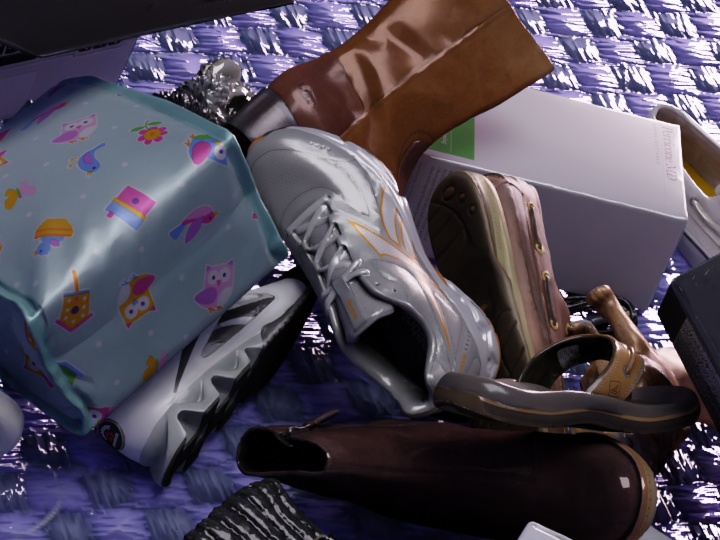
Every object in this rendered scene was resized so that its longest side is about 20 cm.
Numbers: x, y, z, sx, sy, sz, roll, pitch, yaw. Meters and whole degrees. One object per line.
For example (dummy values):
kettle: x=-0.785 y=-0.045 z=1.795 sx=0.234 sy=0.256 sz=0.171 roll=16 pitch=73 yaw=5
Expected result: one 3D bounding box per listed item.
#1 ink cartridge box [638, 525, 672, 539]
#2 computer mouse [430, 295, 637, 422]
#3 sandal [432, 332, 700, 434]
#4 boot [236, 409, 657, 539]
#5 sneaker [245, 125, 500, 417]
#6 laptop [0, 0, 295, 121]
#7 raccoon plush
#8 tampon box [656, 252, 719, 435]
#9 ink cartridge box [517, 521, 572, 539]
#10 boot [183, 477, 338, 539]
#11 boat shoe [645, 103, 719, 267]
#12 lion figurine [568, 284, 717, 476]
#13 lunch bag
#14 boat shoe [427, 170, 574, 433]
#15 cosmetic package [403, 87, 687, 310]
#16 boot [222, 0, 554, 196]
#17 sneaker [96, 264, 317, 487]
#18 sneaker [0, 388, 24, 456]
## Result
ink cartridge box: x=0.198 y=0.252 z=1.639 sx=0.200 sy=0.084 sz=0.145 roll=31 pitch=40 yaw=13
computer mouse: x=0.103 y=0.045 z=1.876 sx=0.200 sy=0.034 sz=0.059 roll=-22 pitch=54 yaw=-41
sandal: x=0.119 y=0.061 z=1.677 sx=0.199 sy=0.055 sz=0.082 roll=7 pitch=-2 yaw=-42
boot: x=0.047 y=0.119 z=1.670 sx=0.166 sy=0.073 sz=0.200 roll=7 pitch=-2 yaw=-38
sneaker: x=0.000 y=0.000 z=1.743 sx=0.200 sy=0.076 sz=0.092 roll=49 pitch=23 yaw=5
laptop: x=-0.173 y=-0.119 z=1.823 sx=0.187 sy=0.200 sz=0.116 roll=-15 pitch=59 yaw=-37
raccoon plush: x=-0.150 y=-0.093 z=1.885 sx=0.199 sy=0.097 sz=0.134 roll=18 pitch=31 yaw=-3
tampon box: x=0.265 y=0.035 z=1.724 sx=0.149 sy=0.200 sz=0.127 roll=-29 pitch=84 yaw=0
ink cartridge box: x=0.067 y=0.246 z=1.493 sx=0.084 sy=0.201 sz=0.146 roll=26 pitch=39 yaw=8
boot: x=0.003 y=0.173 z=1.648 sx=0.158 sy=0.080 sz=0.211 roll=34 pitch=32 yaw=27
boat shoe: x=0.253 y=-0.037 z=2.009 sx=0.071 sy=0.070 sz=0.200 roll=-15 pitch=51 yaw=-37
lion figurine: x=0.196 y=0.072 z=1.859 sx=0.199 sy=0.073 sz=0.123 roll=-8 pitch=58 yaw=-38
lunch bag: x=-0.170 y=-0.022 z=1.718 sx=0.170 sy=0.122 sz=0.200 roll=-43 pitch=42 yaw=-20
boat shoe: x=0.098 y=0.036 z=1.803 sx=0.067 sy=0.072 sz=0.201 roll=-4 pitch=77 yaw=-35
cosmetic package: x=0.105 y=-0.057 z=1.955 sx=0.199 sy=0.085 sz=0.108 roll=12 pitch=38 yaw=-9
boot: x=0.038 y=-0.074 z=1.863 sx=0.200 sy=0.068 sz=0.189 roll=-38 pitch=93 yaw=-21
sneaker: x=-0.094 y=0.039 z=1.763 sx=0.088 sy=0.074 sz=0.200 roll=33 pitch=40 yaw=12
sneaker: x=-0.272 y=0.031 z=1.689 sx=0.199 sy=0.077 sz=0.111 roll=16 pitch=48 yaw=4
